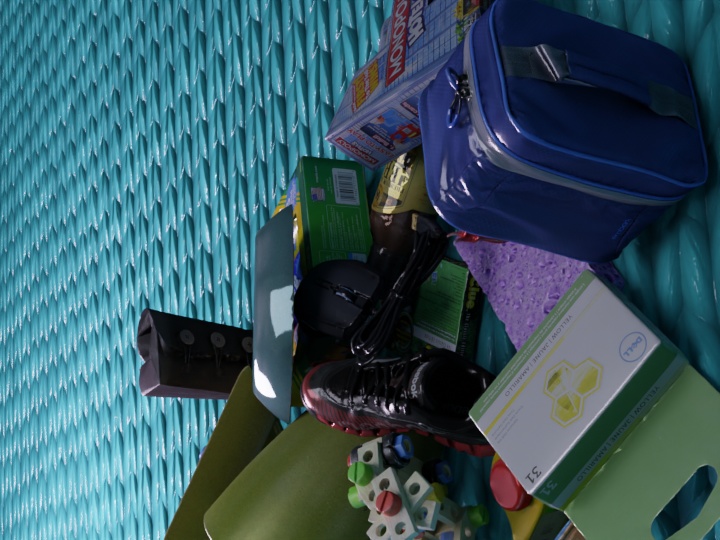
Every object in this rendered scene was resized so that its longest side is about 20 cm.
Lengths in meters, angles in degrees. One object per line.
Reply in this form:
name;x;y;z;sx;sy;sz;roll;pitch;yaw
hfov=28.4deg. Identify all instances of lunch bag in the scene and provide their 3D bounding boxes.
lunch bag;0.140;-0.105;1.002;0.132;0.198;0.137;-47;41;47

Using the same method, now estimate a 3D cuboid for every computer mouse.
computer mouse;0.000;0.000;1.245;0.141;0.046;0.200;-55;20;-6

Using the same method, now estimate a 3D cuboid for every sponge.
sponge;0.141;-0.008;1.168;0.112;0.029;0.201;-66;33;31

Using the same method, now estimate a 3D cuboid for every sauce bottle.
sauce bottle;0.047;-0.070;1.303;0.065;0.064;0.202;38;112;58

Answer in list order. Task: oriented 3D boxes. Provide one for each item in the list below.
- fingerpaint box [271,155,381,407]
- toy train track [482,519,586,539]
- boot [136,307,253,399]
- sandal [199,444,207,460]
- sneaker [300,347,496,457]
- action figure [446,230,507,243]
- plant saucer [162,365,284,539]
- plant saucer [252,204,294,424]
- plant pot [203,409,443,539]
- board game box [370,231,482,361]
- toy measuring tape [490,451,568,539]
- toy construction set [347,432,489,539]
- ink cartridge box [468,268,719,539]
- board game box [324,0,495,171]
fingerpaint box;-0.045;0.014;1.448;0.167;0.072;0.202;123;146;-55
toy train track;0.159;0.210;1.077;0.114;0.033;0.201;35;115;8
boot;-0.148;0.067;1.537;0.066;0.198;0.166;-57;38;42
sandal;-0.119;0.229;1.602;0.199;0.079;0.088;22;102;53
sneaker;0.037;0.100;1.180;0.098;0.198;0.072;61;-138;-58
action figure;0.093;-0.072;1.143;0.200;0.098;0.066;41;121;54
plant saucer;-0.126;0.218;1.438;0.200;0.048;0.202;83;-150;-71
plant saucer;-0.081;0.040;1.313;0.200;0.035;0.203;-179;90;-86
plant pot;-0.012;0.192;1.289;0.201;0.186;0.187;-57;33;6
board game box;0.053;0.032;1.342;0.200;0.023;0.106;25;106;62
toy measuring tape;0.126;0.189;1.129;0.074;0.073;0.202;-116;34;-45
toy construction set;0.045;0.208;1.158;0.091;0.200;0.133;-15;54;16
ink cartridge box;0.176;0.111;0.998;0.146;0.048;0.200;-51;37;11
board game box;0.055;-0.187;1.217;0.199;0.061;0.202;-37;34;36
